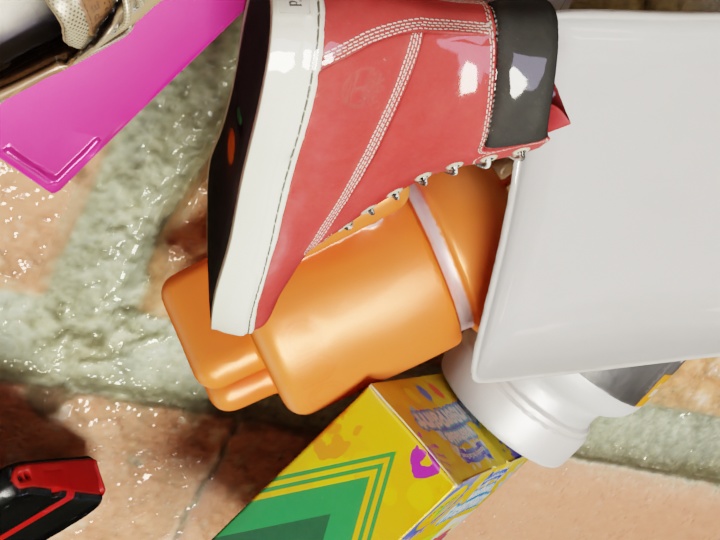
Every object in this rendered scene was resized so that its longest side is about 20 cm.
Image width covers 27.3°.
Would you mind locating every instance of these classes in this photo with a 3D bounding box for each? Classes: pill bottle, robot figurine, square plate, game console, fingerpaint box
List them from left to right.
[{"bbox_3d":[-0.238,0.154,0.779,0.200,0.031,0.177,-31,168,0],"label":"game console"},{"bbox_3d":[0.000,0.000,0.778,0.200,0.117,0.144,-25,118,-3],"label":"robot figurine"},{"bbox_3d":[0.000,0.138,0.842,0.167,0.073,0.200,-45,166,13],"label":"fingerpaint box"},{"bbox_3d":[0.145,0.010,0.844,0.116,0.116,0.200,28,110,-36],"label":"pill bottle"},{"bbox_3d":[0.155,-0.040,0.721,0.200,0.028,0.198,-5,124,-19],"label":"square plate"}]

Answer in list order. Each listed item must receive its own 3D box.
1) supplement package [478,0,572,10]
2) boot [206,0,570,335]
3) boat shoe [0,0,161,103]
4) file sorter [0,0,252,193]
[{"bbox_3d":[0.042,-0.183,0.657,0.117,0.117,0.200,15,117,-30],"label":"supplement package"},{"bbox_3d":[0.010,-0.040,0.642,0.144,0.072,0.200,2,141,-18],"label":"boot"},{"bbox_3d":[-0.098,-0.106,0.518,0.200,0.072,0.076,-31,132,1],"label":"boat shoe"},{"bbox_3d":[-0.116,-0.165,0.597,0.200,0.125,0.139,-42,131,11],"label":"file sorter"}]
